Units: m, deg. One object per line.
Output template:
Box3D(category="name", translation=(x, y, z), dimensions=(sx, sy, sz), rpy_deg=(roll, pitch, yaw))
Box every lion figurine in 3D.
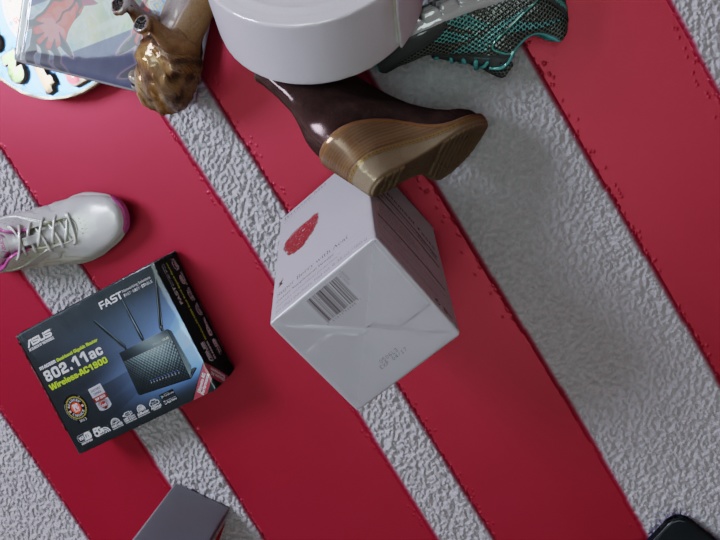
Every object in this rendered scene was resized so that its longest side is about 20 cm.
Box3D(category="lion figurine", translation=(-0.164, -0.251, 0.776), dimensions=(0.072, 0.122, 0.203), rpy_deg=(32, 89, 25))

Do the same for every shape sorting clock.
Box3D(category="shape sorting clock", translation=(-0.323, -0.280, 0.843), dimensions=(0.194, 0.039, 0.206), rpy_deg=(2, 104, 9))

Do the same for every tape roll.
Box3D(category="tape roll", translation=(-0.040, -0.266, 0.724), dimensions=(0.197, 0.071, 0.207), rpy_deg=(-3, 61, 6))

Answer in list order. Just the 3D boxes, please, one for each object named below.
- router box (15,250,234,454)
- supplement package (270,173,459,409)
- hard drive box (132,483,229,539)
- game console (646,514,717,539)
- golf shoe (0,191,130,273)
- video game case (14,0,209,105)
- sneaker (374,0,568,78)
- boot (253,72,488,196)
Box3D(category="router box", translation=(-0.259, 0.092, 0.908), dimensions=(0.197, 0.062, 0.152), rpy_deg=(-26, 97, 14))
Box3D(category="supplement package", translation=(0.000, 0.000, 0.760), dimensions=(0.120, 0.201, 0.120), rpy_deg=(-38, 114, 16))
Box3D(category="hard drive box", translation=(-0.226, 0.359, 0.895), dimensions=(0.075, 0.200, 0.159), rpy_deg=(21, 107, 3))
Box3D(category="game console", translation=(0.341, 0.395, 0.852), dimensions=(0.169, 0.118, 0.202), rpy_deg=(36, 106, -1))
Box3D(category="golf shoe", translation=(-0.345, -0.032, 0.880), dimensions=(0.195, 0.092, 0.077), rpy_deg=(-14, 99, 11))
Box3D(category="video game case", translation=(-0.231, -0.284, 0.802), dimensions=(0.178, 0.023, 0.205), rpy_deg=(11, 106, -16))
Box3D(category="sneaker", translation=(0.107, -0.219, 0.768), dimensions=(0.196, 0.078, 0.093), rpy_deg=(-22, 107, 11))
Box3D(category="boot", translation=(0.017, -0.157, 0.769), dimensions=(0.167, 0.198, 0.073), rpy_deg=(48, 134, 18))
